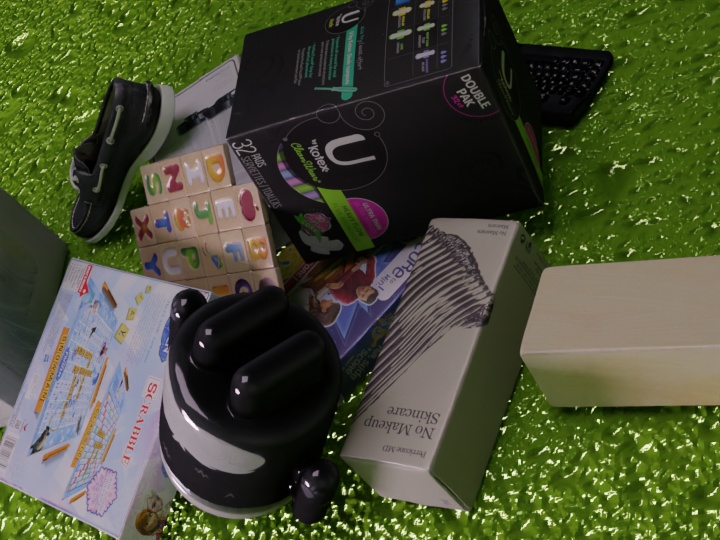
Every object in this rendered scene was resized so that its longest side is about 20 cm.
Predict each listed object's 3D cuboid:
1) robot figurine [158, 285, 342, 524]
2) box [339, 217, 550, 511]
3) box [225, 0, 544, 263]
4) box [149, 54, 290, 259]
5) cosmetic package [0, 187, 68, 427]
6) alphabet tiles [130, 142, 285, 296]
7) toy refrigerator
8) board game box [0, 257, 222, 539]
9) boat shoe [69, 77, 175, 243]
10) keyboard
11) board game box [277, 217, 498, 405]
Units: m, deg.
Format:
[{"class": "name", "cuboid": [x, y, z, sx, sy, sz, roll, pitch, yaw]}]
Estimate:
[{"class": "robot figurine", "cuboid": [-0.078, 0.094, 0.964, 0.124, 0.200, 0.151, 6, 56, -8]}, {"class": "box", "cuboid": [0.064, 0.063, 0.972, 0.082, 0.068, 0.201, 2, 58, 35]}, {"class": "box", "cuboid": [0.023, -0.115, 1.029, 0.199, 0.149, 0.125, -13, 46, 19]}, {"class": "box", "cuboid": [-0.125, -0.091, 1.232, 0.116, 0.060, 0.201, -32, 45, 12]}, {"class": "cosmetic package", "cuboid": [-0.385, 0.016, 1.232, 0.122, 0.199, 0.201, -17, 49, 24]}, {"class": "alphabet tiles", "cuboid": [-0.127, -0.011, 1.106, 0.199, 0.006, 0.168, -7, 96, 52]}, {"class": "toy refrigerator", "cuboid": [0.213, 0.042, 0.887, 0.199, 0.070, 0.076, -4, 48, 32]}, {"class": "board game box", "cuboid": [-0.203, 0.101, 1.111, 0.199, 0.041, 0.201, 12, 79, 45]}, {"class": "boat shoe", "cuboid": [-0.237, -0.104, 1.262, 0.200, 0.060, 0.076, -55, 35, 35]}, {"class": "keyboard", "cuboid": [0.104, -0.158, 1.137, 0.199, 0.040, 0.104, 11, 64, 41]}, {"class": "board game box", "cuboid": [0.000, 0.000, 1.090, 0.200, 0.034, 0.135, -47, 45, -4]}]
